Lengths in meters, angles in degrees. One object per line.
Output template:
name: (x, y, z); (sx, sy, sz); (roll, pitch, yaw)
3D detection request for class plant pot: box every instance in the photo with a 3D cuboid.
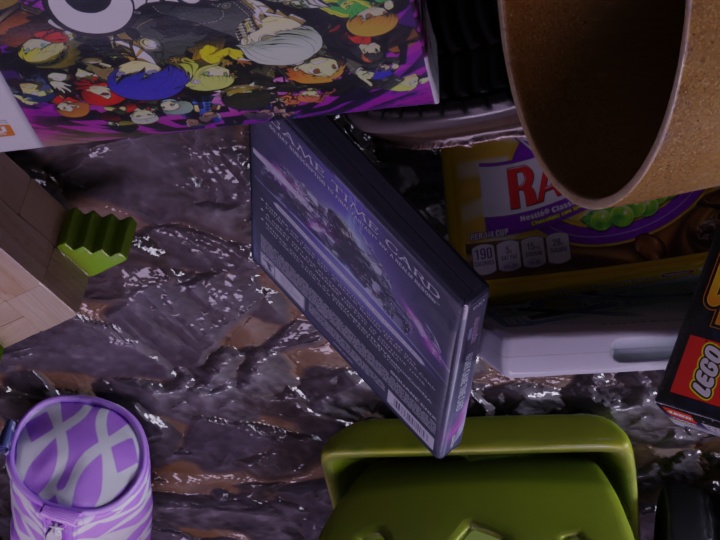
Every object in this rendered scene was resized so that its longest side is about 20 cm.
plant pot: (0.069, 0.192, 1.464); (0.200, 0.182, 0.199); (-3, 147, 7)
plant pot: (0.177, -0.120, 1.008); (0.200, 0.187, 0.186); (-2, 149, -17)

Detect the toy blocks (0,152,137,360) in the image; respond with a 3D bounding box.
toy blocks: (-0.229, -0.013, 1.271); (0.200, 0.100, 0.137); (-24, 127, 33)

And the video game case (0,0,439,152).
video game case: (-0.077, -0.109, 1.031); (0.200, 0.036, 0.181); (-6, 156, 5)

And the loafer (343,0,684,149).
loafer: (0.090, -0.084, 1.133); (0.200, 0.073, 0.071); (-10, 147, 12)

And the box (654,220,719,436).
box: (0.220, -0.014, 1.085); (0.137, 0.200, 0.040); (16, 169, 26)

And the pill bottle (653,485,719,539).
pill bottle: (0.267, 0.167, 1.475); (0.200, 0.112, 0.112); (3, 147, 1)

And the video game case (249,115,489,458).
video game case: (0.000, 0.000, 1.208); (0.019, 0.143, 0.200); (-38, 163, -17)

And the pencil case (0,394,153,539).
pencil case: (-0.161, 0.150, 1.504); (0.084, 0.086, 0.200); (5, 147, -1)

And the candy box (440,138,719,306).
candy box: (0.134, -0.047, 1.168); (0.200, 0.102, 0.026); (-9, 166, 17)

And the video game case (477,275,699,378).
video game case: (0.138, 0.022, 1.220); (0.182, 0.022, 0.200); (-3, -175, -7)
